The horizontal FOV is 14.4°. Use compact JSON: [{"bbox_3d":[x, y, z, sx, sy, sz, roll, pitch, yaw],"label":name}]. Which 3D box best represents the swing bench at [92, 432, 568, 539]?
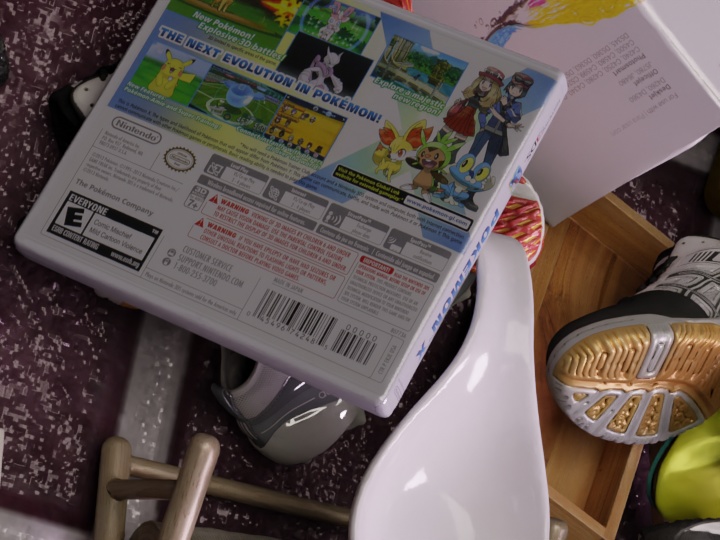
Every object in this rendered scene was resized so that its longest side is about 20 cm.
[{"bbox_3d":[-0.031,0.195,1.344,0.199,0.130,0.200,16,79,-24],"label":"swing bench"}]

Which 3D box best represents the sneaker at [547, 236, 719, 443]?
[{"bbox_3d":[0.160,0.028,1.435,0.200,0.076,0.088,-6,45,-38],"label":"sneaker"}]

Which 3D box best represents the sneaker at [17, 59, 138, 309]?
[{"bbox_3d":[-0.103,-0.085,1.387,0.088,0.076,0.200,24,66,-13],"label":"sneaker"}]

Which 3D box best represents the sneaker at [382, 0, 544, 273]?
[{"bbox_3d":[0.017,-0.077,1.391,0.073,0.077,0.200,-32,89,-3],"label":"sneaker"}]

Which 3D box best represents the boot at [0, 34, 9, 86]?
[{"bbox_3d":[-0.228,-0.056,1.315,0.158,0.079,0.211,-23,90,-28],"label":"boot"}]

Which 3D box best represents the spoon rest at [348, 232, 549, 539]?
[{"bbox_3d":[0.046,0.071,1.292,0.099,0.061,0.200,14,72,-23],"label":"spoon rest"}]

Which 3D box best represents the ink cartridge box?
[{"bbox_3d":[0.112,-0.158,1.443,0.200,0.146,0.147,50,46,-7],"label":"ink cartridge box"}]

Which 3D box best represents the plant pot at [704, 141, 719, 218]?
[{"bbox_3d":[0.299,-0.080,1.527,0.200,0.176,0.200,27,70,-20],"label":"plant pot"}]

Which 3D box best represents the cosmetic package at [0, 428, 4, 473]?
[{"bbox_3d":[-0.226,0.166,1.281,0.105,0.071,0.200,8,77,-25],"label":"cosmetic package"}]

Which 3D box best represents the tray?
[{"bbox_3d":[0.105,0.044,1.453,0.099,0.037,0.200,37,46,-15],"label":"tray"}]

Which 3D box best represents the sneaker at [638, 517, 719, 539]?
[{"bbox_3d":[0.203,0.193,1.451,0.200,0.074,0.080,43,50,-37],"label":"sneaker"}]

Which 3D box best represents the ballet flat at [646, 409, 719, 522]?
[{"bbox_3d":[0.235,0.080,1.503,0.200,0.067,0.067,-28,124,-40],"label":"ballet flat"}]

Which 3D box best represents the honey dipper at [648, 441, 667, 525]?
[{"bbox_3d":[0.158,0.147,1.497,0.038,0.038,0.200,3,76,-26],"label":"honey dipper"}]

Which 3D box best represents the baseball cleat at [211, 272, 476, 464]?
[{"bbox_3d":[0.000,0.000,1.413,0.200,0.070,0.106,-57,132,-23],"label":"baseball cleat"}]

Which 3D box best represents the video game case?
[{"bbox_3d":[-0.032,-0.049,1.315,0.200,0.022,0.182,23,72,20],"label":"video game case"}]
